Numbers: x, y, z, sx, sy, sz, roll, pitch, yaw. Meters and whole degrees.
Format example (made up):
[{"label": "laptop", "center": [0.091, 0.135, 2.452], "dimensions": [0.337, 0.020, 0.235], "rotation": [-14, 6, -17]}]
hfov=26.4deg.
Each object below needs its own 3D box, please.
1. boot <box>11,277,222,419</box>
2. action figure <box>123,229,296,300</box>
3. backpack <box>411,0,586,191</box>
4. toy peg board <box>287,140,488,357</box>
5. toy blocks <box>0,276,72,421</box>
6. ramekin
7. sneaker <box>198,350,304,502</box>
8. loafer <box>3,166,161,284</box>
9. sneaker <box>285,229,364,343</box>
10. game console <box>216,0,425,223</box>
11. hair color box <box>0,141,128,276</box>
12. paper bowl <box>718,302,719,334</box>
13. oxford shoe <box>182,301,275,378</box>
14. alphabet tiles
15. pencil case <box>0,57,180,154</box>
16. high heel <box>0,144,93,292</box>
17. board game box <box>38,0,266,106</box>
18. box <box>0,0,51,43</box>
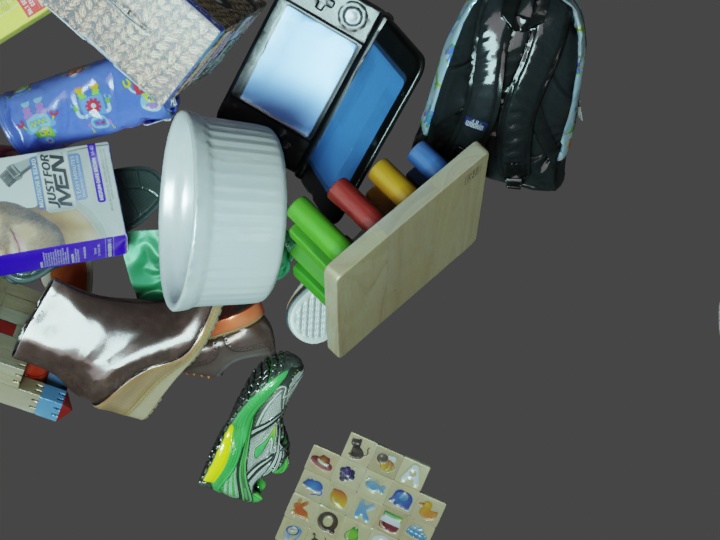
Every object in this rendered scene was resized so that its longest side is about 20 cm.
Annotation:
[{"label": "boot", "center": [-0.250, 0.050, 1.611], "dimensions": [0.166, 0.072, 0.200], "rotation": [32, 99, -20]}, {"label": "action figure", "center": [-0.151, -0.012, 1.668], "dimensions": [0.199, 0.055, 0.119], "rotation": [-12, 119, 2]}, {"label": "backpack", "center": [0.150, -0.203, 1.526], "dimensions": [0.162, 0.154, 0.201], "rotation": [13, 131, 8]}, {"label": "toy peg board", "center": [0.018, -0.043, 1.522], "dimensions": [0.199, 0.200, 0.098], "rotation": [-41, 72, -16]}, {"label": "toy blocks", "center": [-0.367, 0.085, 1.683], "dimensions": [0.136, 0.200, 0.100], "rotation": [20, 120, -10]}, {"label": "ramekin", "center": [-0.139, -0.058, 1.539], "dimensions": [0.097, 0.201, 0.201], "rotation": [2, 110, -17]}, {"label": "sneaker", "center": [-0.107, 0.175, 1.722], "dimensions": [0.085, 0.078, 0.200], "rotation": [25, 119, -6]}, {"label": "loafer", "center": [-0.304, -0.049, 1.660], "dimensions": [0.200, 0.063, 0.072], "rotation": [-32, 86, -19]}, {"label": "sneaker", "center": [0.000, 0.000, 1.646], "dimensions": [0.200, 0.079, 0.079], "rotation": [-35, 101, -7]}, {"label": "game console", "center": [-0.046, -0.182, 1.570], "dimensions": [0.175, 0.116, 0.200], "rotation": [30, 109, -1]}, {"label": "hair color box", "center": [-0.349, -0.059, 1.587], "dimensions": [0.199, 0.065, 0.110], "rotation": [-11, 73, -11]}, {"label": "paper bowl", "center": [0.466, 0.049, 1.558], "dimensions": [0.200, 0.104, 0.202], "rotation": [3, 107, 10]}, {"label": "oxford shoe", "center": [-0.190, 0.097, 1.708], "dimensions": [0.199, 0.071, 0.073], "rotation": [-20, 108, 15]}, {"label": "alphabet tiles", "center": [-0.001, 0.289, 1.768], "dimensions": [0.166, 0.006, 0.201], "rotation": [24, 110, 2]}, {"label": "pencil case", "center": [-0.285, -0.178, 1.634], "dimensions": [0.199, 0.078, 0.087], "rotation": [-16, 112, 14]}, {"label": "high heel", "center": [-0.358, -0.050, 1.714], "dimensions": [0.067, 0.096, 0.201], "rotation": [-27, 121, -24]}, {"label": "board game box", "center": [-0.202, -0.269, 1.525], "dimensions": [0.159, 0.200, 0.097], "rotation": [41, 110, -5]}, {"label": "box", "center": [-0.418, -0.266, 1.643], "dimensions": [0.199, 0.050, 0.075], "rotation": [-27, 100, 16]}]
